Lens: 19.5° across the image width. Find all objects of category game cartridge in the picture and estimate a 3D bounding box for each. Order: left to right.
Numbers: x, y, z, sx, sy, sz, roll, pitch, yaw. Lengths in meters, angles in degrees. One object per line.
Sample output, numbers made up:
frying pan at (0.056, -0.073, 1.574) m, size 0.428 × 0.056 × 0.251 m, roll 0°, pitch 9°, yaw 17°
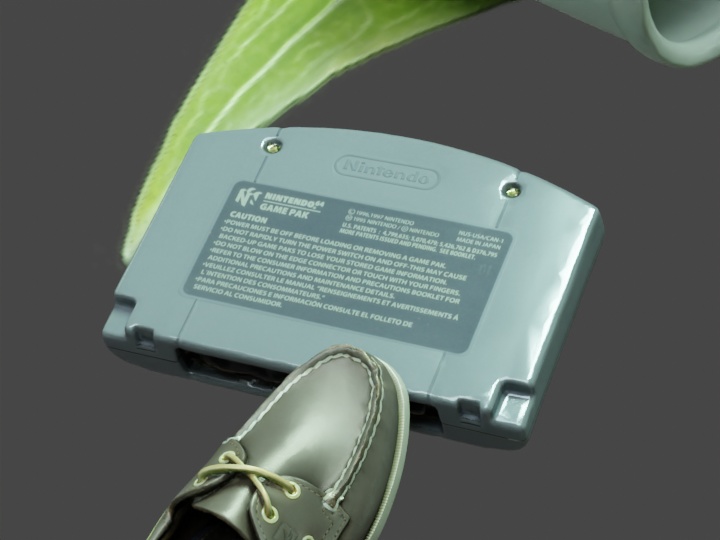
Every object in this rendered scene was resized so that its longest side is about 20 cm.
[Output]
game cartridge at (0.000, 0.000, 0.929) m, size 0.200 × 0.042 × 0.133 m, roll 12°, pitch 54°, yaw 21°

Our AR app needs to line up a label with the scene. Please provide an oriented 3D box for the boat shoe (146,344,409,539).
boat shoe at (-0.048, 0.109, 0.826) m, size 0.072 × 0.060 × 0.200 m, roll 27°, pitch 73°, yaw 28°

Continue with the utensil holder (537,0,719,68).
utensil holder at (0.099, -0.207, 0.979) m, size 0.200 × 0.170 × 0.170 m, roll 28°, pitch 64°, yaw 32°
